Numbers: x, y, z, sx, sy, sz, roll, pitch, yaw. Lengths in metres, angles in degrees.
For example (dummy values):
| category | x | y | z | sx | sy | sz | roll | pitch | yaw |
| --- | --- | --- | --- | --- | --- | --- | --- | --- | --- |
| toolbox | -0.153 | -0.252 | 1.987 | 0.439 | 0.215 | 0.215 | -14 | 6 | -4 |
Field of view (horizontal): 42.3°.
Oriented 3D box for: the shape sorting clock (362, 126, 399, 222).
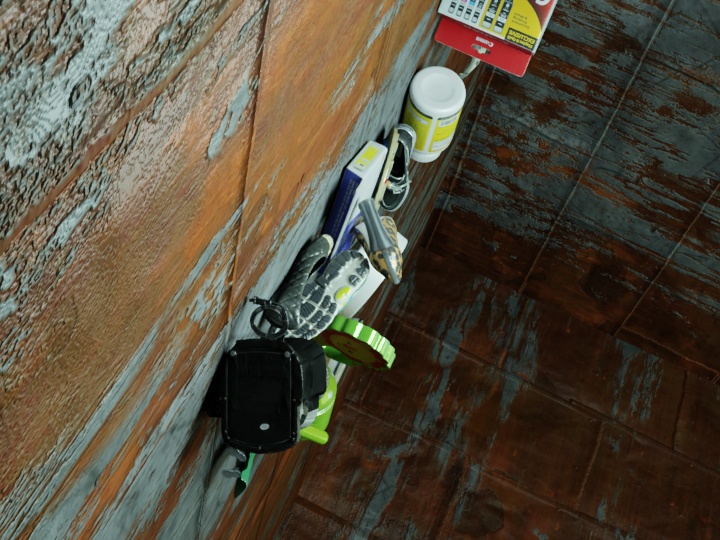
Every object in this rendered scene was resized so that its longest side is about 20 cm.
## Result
| category | x | y | z | sx | sy | sz | roll | pitch | yaw |
| --- | --- | --- | --- | --- | --- | --- | --- | --- | --- |
| shape sorting clock | 0.037 | -0.166 | 1.722 | 0.200 | 0.039 | 0.203 | -159 | -91 | -84 |

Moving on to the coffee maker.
| category | x | y | z | sx | sy | sz | roll | pitch | yaw |
| --- | --- | --- | --- | --- | --- | --- | --- | --- | --- |
| coffee maker | -0.109 | 0.141 | 1.283 | 0.200 | 0.133 | 0.195 | -6 | 119 | -84 |

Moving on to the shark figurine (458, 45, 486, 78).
| category | x | y | z | sx | sy | sz | roll | pitch | yaw |
| --- | --- | --- | --- | --- | --- | --- | --- | --- | --- |
| shark figurine | 0.273 | -0.565 | 2.283 | 0.127 | 0.089 | 0.218 | -6 | 117 | -44 |

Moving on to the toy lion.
| category | x | y | z | sx | sy | sz | roll | pitch | yaw |
| --- | --- | --- | --- | --- | --- | --- | --- | --- | --- |
| toy lion | -0.030 | 0.126 | 1.656 | 0.200 | 0.189 | 0.069 | 101 | 16 | -69 |

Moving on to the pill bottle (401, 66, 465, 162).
| category | x | y | z | sx | sy | sz | roll | pitch | yaw |
| --- | --- | --- | --- | --- | --- | --- | --- | --- | --- |
| pill bottle | 0.141 | -0.308 | 1.880 | 0.201 | 0.111 | 0.113 | 104 | 12 | -63 |

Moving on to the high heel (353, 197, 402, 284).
| category | x | y | z | sx | sy | sz | roll | pitch | yaw |
| --- | --- | --- | --- | --- | --- | --- | --- | --- | --- |
| high heel | 0.040 | -0.024 | 1.557 | 0.200 | 0.070 | 0.144 | 58 | 11 | -73 |

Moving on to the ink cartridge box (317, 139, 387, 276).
| category | x | y | z | sx | sy | sz | roll | pitch | yaw |
| --- | --- | --- | --- | --- | --- | --- | --- | --- | --- |
| ink cartridge box | -0.026 | -0.095 | 1.559 | 0.200 | 0.046 | 0.200 | -68 | 172 | 29 |

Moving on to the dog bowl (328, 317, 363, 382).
| category | x | y | z | sx | sy | sz | roll | pitch | yaw |
| --- | --- | --- | --- | --- | --- | --- | --- | --- | --- |
| dog bowl | -0.066 | 0.192 | 2.175 | 0.200 | 0.073 | 0.203 | 24 | 89 | -85 |

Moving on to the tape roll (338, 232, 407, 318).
| category | x | y | z | sx | sy | sz | roll | pitch | yaw |
| --- | --- | --- | --- | --- | --- | --- | --- | --- | --- |
| tape roll | 0.000 | 0.000 | 1.748 | 0.203 | 0.071 | 0.203 | -51 | -174 | 7 |

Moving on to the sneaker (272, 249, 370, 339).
| category | x | y | z | sx | sy | sz | roll | pitch | yaw |
| --- | --- | --- | --- | --- | --- | --- | --- | --- | --- |
| sneaker | -0.056 | 0.055 | 1.487 | 0.199 | 0.077 | 0.080 | -41 | 161 | -22 |

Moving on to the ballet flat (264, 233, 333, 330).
| category | x | y | z | sx | sy | sz | roll | pitch | yaw |
| --- | --- | --- | --- | --- | --- | --- | --- | --- | --- |
| ballet flat | -0.083 | 0.019 | 1.408 | 0.067 | 0.056 | 0.201 | 109 | 7 | -47 |

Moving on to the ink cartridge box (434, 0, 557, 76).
| category | x | y | z | sx | sy | sz | roll | pitch | yaw |
| --- | --- | --- | --- | --- | --- | --- | --- | --- | --- |
| ink cartridge box | 0.254 | -0.486 | 1.755 | 0.084 | 0.198 | 0.178 | -35 | 148 | -77 |

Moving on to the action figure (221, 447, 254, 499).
| category | x | y | z | sx | sy | sz | roll | pitch | yaw |
| --- | --- | --- | --- | --- | --- | --- | --- | --- | --- |
| action figure | -0.181 | 0.270 | 1.531 | 0.200 | 0.054 | 0.120 | -71 | -179 | -72 |

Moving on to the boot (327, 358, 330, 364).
| category | x | y | z | sx | sy | sz | roll | pitch | yaw |
| --- | --- | --- | --- | --- | --- | --- | --- | --- | --- |
| boot | -0.074 | 0.141 | 1.936 | 0.202 | 0.066 | 0.175 | -61 | 162 | 21 |

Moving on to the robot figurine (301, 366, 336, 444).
| category | x | y | z | sx | sy | sz | roll | pitch | yaw |
| --- | --- | --- | --- | --- | --- | --- | --- | --- | --- |
| robot figurine | -0.109 | 0.250 | 1.801 | 0.201 | 0.114 | 0.177 | 105 | -12 | -50 |

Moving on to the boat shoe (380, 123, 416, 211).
| category | x | y | z | sx | sy | sz | roll | pitch | yaw |
| --- | --- | --- | --- | --- | --- | --- | --- | --- | --- |
| boat shoe | 0.068 | -0.191 | 1.858 | 0.068 | 0.073 | 0.201 | -66 | 175 | -48 |
